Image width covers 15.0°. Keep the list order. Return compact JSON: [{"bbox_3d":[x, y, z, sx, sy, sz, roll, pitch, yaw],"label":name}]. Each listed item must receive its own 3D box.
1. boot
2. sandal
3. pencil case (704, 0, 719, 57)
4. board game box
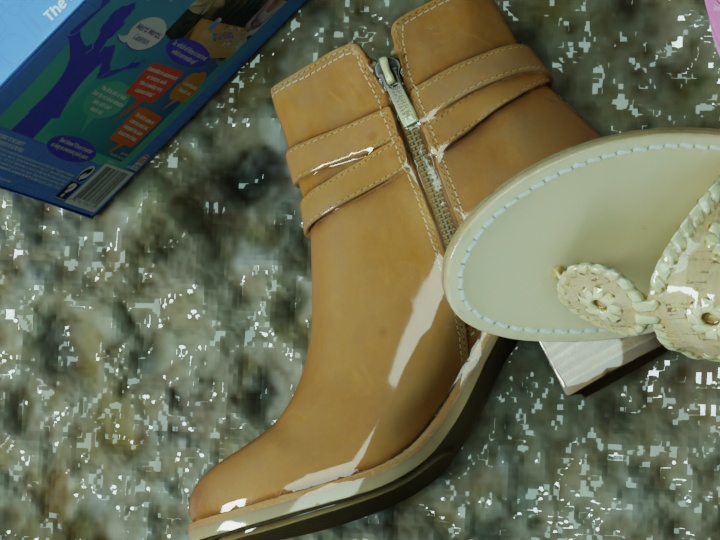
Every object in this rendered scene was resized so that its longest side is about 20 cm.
[{"bbox_3d":[0.000,0.000,0.990,0.200,0.077,0.155,-30,80,8],"label":"boot"},{"bbox_3d":[0.137,-0.003,0.914,0.211,0.070,0.078,-7,119,-7],"label":"sandal"},{"bbox_3d":[0.212,-0.118,0.913,0.200,0.086,0.083,-32,72,31],"label":"pencil case"},{"bbox_3d":[-0.069,-0.111,0.987,0.200,0.152,0.045,-44,74,7],"label":"board game box"}]
